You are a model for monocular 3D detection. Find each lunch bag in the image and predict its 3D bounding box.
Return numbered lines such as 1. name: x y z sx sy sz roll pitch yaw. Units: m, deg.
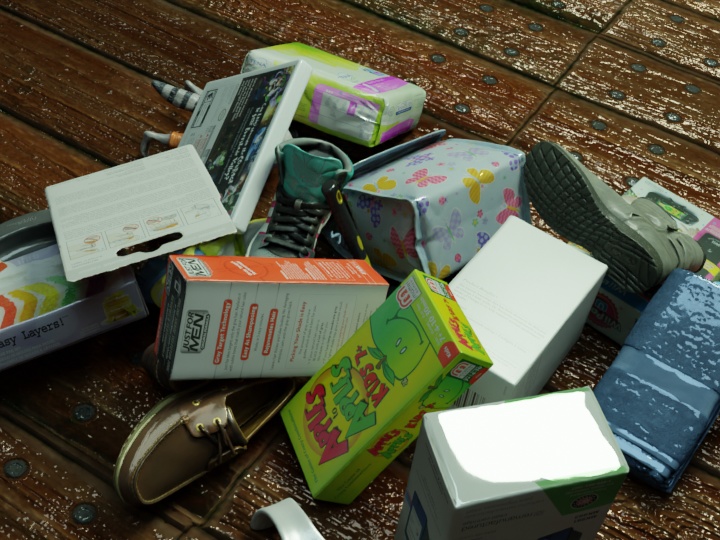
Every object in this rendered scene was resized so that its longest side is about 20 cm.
1. lunch bag: 0.062 -0.078 1.167 0.169 0.128 0.200 -25 25 -29

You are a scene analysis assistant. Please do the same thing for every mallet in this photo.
1. mallet: 0.000 0.000 1.052 0.041 0.200 0.066 -2 49 29

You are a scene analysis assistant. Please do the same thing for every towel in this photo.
1. towel: 0.302 0.103 1.021 0.111 0.049 0.201 31 83 25

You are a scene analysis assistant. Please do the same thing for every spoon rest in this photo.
1. spoon rest: -0.035 0.268 0.867 0.099 0.061 0.200 -18 49 -23

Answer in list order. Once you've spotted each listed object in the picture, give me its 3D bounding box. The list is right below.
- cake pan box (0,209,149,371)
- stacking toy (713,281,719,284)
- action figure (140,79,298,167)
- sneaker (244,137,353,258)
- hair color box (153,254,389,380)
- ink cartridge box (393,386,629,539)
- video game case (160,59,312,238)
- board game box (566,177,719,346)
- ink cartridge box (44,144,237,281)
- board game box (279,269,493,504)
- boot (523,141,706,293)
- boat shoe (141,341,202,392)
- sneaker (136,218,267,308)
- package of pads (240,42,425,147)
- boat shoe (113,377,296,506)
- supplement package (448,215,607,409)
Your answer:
1. cake pan box: -0.323 0.009 1.055 0.183 0.053 0.200 -18 37 -12
2. stacking toy: 0.425 0.037 1.137 0.109 0.117 0.200 18 32 19
3. action figure: -0.170 -0.155 1.245 0.192 0.105 0.200 14 41 21
4. sneaker: -0.060 -0.062 1.045 0.083 0.121 0.201 16 46 1
5. hair color box: -0.082 0.043 0.971 0.199 0.102 0.061 2 24 -29
6. ink cartridge box: 0.115 0.197 0.858 0.144 0.201 0.088 -8 50 -15
7. video game case: -0.147 -0.127 1.134 0.181 0.023 0.201 -1 62 49
8. board game box: 0.322 -0.004 1.177 0.147 0.064 0.200 35 52 25
9. ink cartridge box: -0.213 -0.044 1.015 0.160 0.050 0.200 -18 36 -13
10. board game box: 0.018 0.107 0.943 0.047 0.200 0.102 21 30 -43
11. boot: 0.269 -0.060 1.118 0.130 0.068 0.200 -16 61 -49
12. boat shoe: -0.126 0.058 1.056 0.199 0.071 0.070 -23 27 -36
13. sneaker: -0.160 -0.011 1.119 0.105 0.076 0.200 7 19 33
14. package of pads: -0.036 -0.222 1.313 0.199 0.069 0.154 22 22 16
15. boat shoe: -0.138 0.142 0.959 0.067 0.072 0.200 7 35 42
16. supplement package: 0.142 0.061 1.052 0.117 0.118 0.200 30 50 21
